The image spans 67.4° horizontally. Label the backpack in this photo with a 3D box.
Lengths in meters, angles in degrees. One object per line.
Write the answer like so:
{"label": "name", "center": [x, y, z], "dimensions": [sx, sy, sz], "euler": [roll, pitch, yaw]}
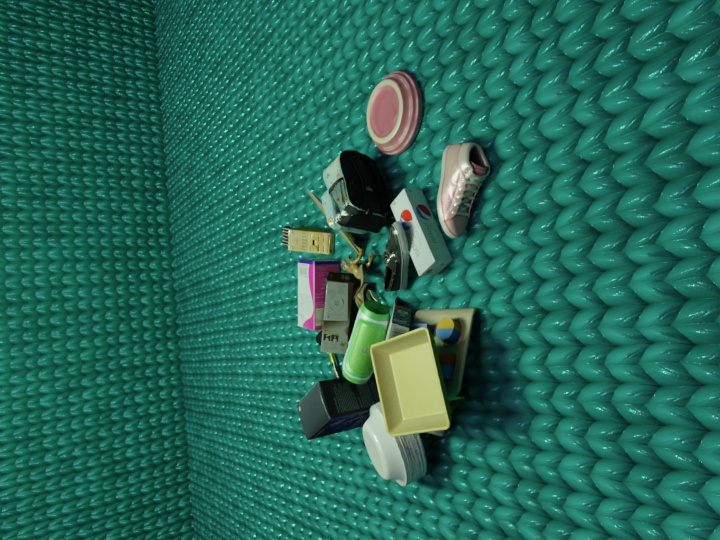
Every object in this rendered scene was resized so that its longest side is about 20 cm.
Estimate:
{"label": "backpack", "center": [-0.014, -0.203, 1.409], "dimensions": [0.152, 0.172, 0.207], "euler": [-33, 62, 45]}

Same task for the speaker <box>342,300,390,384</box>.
{"label": "speaker", "center": [0.014, 0.184, 1.378], "dimensions": [0.088, 0.086, 0.206], "euler": [39, 120, 45]}

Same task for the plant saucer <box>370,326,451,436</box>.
{"label": "plant saucer", "center": [0.114, 0.240, 1.159], "dimensions": [0.198, 0.047, 0.207], "euler": [-27, 71, 49]}

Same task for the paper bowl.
{"label": "paper bowl", "center": [0.075, 0.426, 1.326], "dimensions": [0.202, 0.102, 0.205], "euler": [55, 156, 39]}

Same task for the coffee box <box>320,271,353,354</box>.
{"label": "coffee box", "center": [-0.066, 0.119, 1.542], "dimensions": [0.115, 0.077, 0.207], "euler": [-97, 12, -77]}

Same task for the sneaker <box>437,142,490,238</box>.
{"label": "sneaker", "center": [0.223, -0.175, 1.156], "dimensions": [0.104, 0.073, 0.208], "euler": [1, 89, 59]}

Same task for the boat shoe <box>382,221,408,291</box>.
{"label": "boat shoe", "center": [0.082, -0.026, 1.319], "dimensions": [0.069, 0.055, 0.205], "euler": [-118, 18, -48]}

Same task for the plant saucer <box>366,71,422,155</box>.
{"label": "plant saucer", "center": [0.077, -0.401, 1.372], "dimensions": [0.198, 0.050, 0.209], "euler": [3, 94, 55]}

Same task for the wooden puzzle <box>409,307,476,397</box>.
{"label": "wooden puzzle", "center": [0.161, 0.173, 1.208], "dimensions": [0.183, 0.046, 0.206], "euler": [-8, 58, 52]}

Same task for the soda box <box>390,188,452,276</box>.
{"label": "soda box", "center": [0.143, -0.093, 1.286], "dimensions": [0.068, 0.062, 0.205], "euler": [-46, 57, 45]}

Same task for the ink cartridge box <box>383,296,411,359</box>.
{"label": "ink cartridge box", "center": [0.092, 0.150, 1.332], "dimensions": [0.200, 0.049, 0.113], "euler": [-63, -13, -73]}

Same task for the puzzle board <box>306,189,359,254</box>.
{"label": "puzzle board", "center": [-0.071, -0.139, 1.542], "dimensions": [0.017, 0.151, 0.200], "euler": [-40, 49, -2]}

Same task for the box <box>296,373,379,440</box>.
{"label": "box", "center": [-0.053, 0.369, 1.477], "dimensions": [0.149, 0.195, 0.107], "euler": [-51, 54, 42]}

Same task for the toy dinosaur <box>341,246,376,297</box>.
{"label": "toy dinosaur", "center": [0.000, 0.000, 1.470], "dimensions": [0.109, 0.059, 0.200], "euler": [-65, 21, 10]}

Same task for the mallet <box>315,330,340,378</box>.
{"label": "mallet", "center": [-0.090, 0.280, 1.667], "dimensions": [0.065, 0.040, 0.206], "euler": [-30, 72, 50]}

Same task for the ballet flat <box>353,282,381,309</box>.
{"label": "ballet flat", "center": [0.037, 0.122, 1.458], "dimensions": [0.072, 0.066, 0.205], "euler": [-40, 55, 36]}

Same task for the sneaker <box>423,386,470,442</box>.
{"label": "sneaker", "center": [0.197, 0.331, 1.243], "dimensions": [0.083, 0.072, 0.201], "euler": [60, 143, 18]}

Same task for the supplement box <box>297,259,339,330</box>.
{"label": "supplement box", "center": [-0.128, 0.071, 1.649], "dimensions": [0.100, 0.101, 0.208], "euler": [7, 96, 53]}

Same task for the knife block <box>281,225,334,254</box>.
{"label": "knife block", "center": [-0.165, -0.104, 1.739], "dimensions": [0.193, 0.176, 0.066], "euler": [6, 101, 8]}
